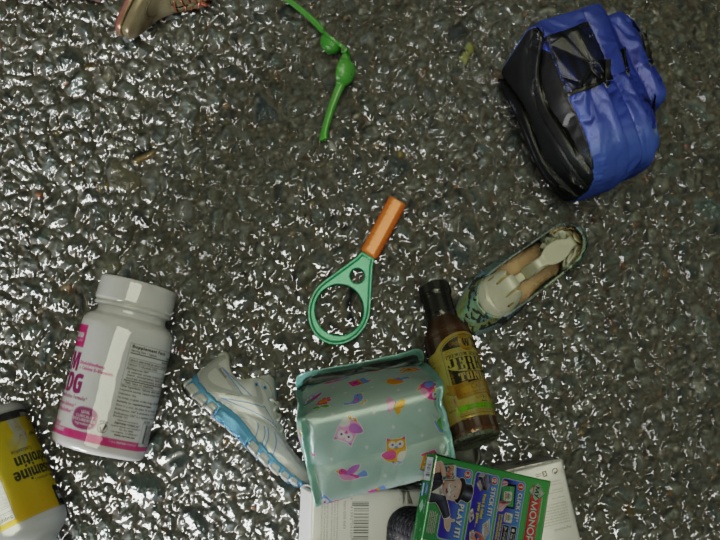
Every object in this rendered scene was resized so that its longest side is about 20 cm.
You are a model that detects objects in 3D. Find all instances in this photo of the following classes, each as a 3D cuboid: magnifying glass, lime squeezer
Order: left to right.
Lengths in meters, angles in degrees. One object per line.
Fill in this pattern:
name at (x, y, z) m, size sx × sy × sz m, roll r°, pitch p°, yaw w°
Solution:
lime squeezer at (-0.044, -0.276, 1.193) m, size 0.070 × 0.037 × 0.204 m, roll -20°, pitch 81°, yaw 30°
magnifying glass at (0.000, 0.000, 1.152) m, size 0.079 × 0.022 × 0.203 m, roll 28°, pitch 82°, yaw 5°

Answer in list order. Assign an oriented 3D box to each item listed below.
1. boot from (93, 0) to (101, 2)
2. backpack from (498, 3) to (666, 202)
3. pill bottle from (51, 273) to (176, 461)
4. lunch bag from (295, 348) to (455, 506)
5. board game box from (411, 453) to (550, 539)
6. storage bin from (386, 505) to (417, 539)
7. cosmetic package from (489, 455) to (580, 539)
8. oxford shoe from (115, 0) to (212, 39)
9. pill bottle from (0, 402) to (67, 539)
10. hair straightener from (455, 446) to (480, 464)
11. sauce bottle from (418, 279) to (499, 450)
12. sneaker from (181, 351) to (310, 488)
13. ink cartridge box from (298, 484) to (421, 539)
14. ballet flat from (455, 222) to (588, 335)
boot at (-0.412, -0.459, 1.214) m, size 0.162 × 0.072 × 0.205 m, roll 5°, pitch 80°, yaw -11°
backpack at (0.283, -0.199, 1.107) m, size 0.164 × 0.163 × 0.204 m, roll -18°, pitch 81°, yaw -5°
pill bottle at (-0.289, 0.115, 1.092) m, size 0.111 × 0.113 × 0.205 m, roll 12°, pitch 81°, yaw 3°
lunch bag at (0.010, 0.166, 1.041) m, size 0.166 × 0.200 × 0.125 m, roll -12°, pitch 100°, yaw -3°
board game box at (0.113, 0.301, 0.921) m, size 0.132 × 0.029 × 0.205 m, roll 15°, pitch 78°, yaw -14°
storage bin at (0.099, 0.362, 0.972) m, size 0.132 × 0.094 × 0.205 m, roll 6°, pitch 81°, yaw -15°
cosmetic package at (0.210, 0.325, 1.058) m, size 0.083 × 0.108 × 0.205 m, roll -10°, pitch 80°, yaw -2°
oxford shoe at (-0.233, -0.366, 1.186) m, size 0.075 × 0.070 × 0.200 m, roll 44°, pitch 85°, yaw 1°
pill bottle at (-0.413, 0.268, 1.071) m, size 0.110 × 0.112 × 0.203 m, roll -25°, pitch 82°, yaw -3°
hair straightener at (0.047, 0.222, 1.089) m, size 0.195 × 0.077 × 0.042 m, roll 0°, pitch 83°, yaw 1°
sauce bottle at (0.111, 0.109, 1.095) m, size 0.063 × 0.065 × 0.204 m, roll -15°, pitch 65°, yaw -1°
sneaker at (-0.119, 0.177, 1.104) m, size 0.199 × 0.075 × 0.087 m, roll 42°, pitch 75°, yaw 4°
ink cartridge box at (0.029, 0.323, 1.049) m, size 0.195 × 0.085 × 0.149 m, roll 4°, pitch 81°, yaw -13°
ballet flat at (0.198, 0.005, 1.125) m, size 0.199 × 0.074 × 0.075 m, roll -39°, pitch 83°, yaw -5°
